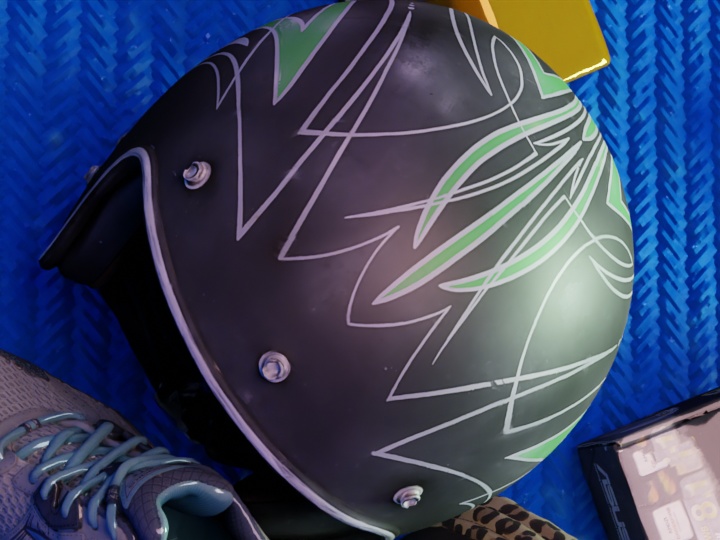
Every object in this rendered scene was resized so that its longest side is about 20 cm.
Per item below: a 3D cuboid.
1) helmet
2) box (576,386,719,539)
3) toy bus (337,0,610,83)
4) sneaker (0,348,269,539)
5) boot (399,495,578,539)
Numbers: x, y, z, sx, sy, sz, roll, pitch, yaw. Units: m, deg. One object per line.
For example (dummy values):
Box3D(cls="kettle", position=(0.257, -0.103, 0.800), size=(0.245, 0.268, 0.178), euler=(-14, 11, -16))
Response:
Box3D(cls="helmet", position=(0.000, 0.000, 0.997), size=(0.199, 0.190, 0.201), euler=(10, 71, -29))
Box3D(cls="box", position=(0.193, 0.135, 1.161), size=(0.161, 0.049, 0.201), euler=(-19, 91, -18))
Box3D(cls="toy bus", position=(0.020, -0.156, 1.111), size=(0.065, 0.078, 0.201), euler=(-24, 93, -32))
Box3D(cls="sneaker", position=(-0.074, 0.082, 0.966), size=(0.200, 0.086, 0.078), euler=(41, 57, 21))
Box3D(cls="boot", position=(0.045, 0.167, 1.027), size=(0.150, 0.073, 0.200), euler=(-26, 51, -37))
